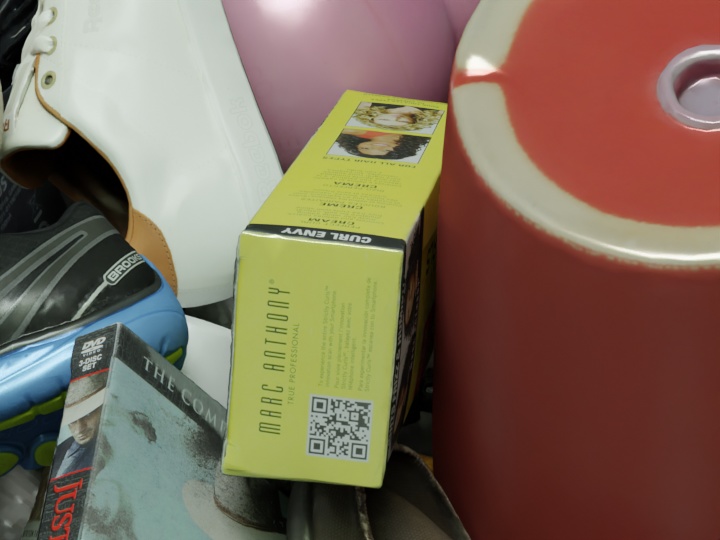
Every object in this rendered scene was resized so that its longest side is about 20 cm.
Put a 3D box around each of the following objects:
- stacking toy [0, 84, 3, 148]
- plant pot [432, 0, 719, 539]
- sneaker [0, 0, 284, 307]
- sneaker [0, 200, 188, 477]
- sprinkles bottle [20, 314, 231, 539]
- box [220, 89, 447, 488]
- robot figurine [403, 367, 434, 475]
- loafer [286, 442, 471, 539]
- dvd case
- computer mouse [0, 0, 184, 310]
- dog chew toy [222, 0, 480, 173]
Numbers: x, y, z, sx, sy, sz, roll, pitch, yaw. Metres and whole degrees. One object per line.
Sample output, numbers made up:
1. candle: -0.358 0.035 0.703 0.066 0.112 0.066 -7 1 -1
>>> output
1. stacking toy: -0.225 -0.071 0.829 0.146 0.147 0.200 -38 56 -20
2. plant pot: 0.107 -0.001 0.757 0.199 0.178 0.201 -5 51 7
3. sneaker: -0.092 -0.081 0.852 0.084 0.073 0.201 -17 73 -18
4. sneaker: -0.151 0.029 0.752 0.198 0.071 0.083 -16 57 -24
5. sprinkles bottle: -0.082 0.114 0.805 0.068 0.068 0.201 11 76 14
6. box: 0.000 0.000 0.797 0.050 0.076 0.200 6 15 6
7. robot figurine: 0.049 0.105 0.840 0.199 0.058 0.146 15 57 16
8. loafer: 0.050 0.129 0.737 0.071 0.073 0.201 -39 72 25
9. dvd case: -0.042 0.133 0.706 0.022 0.146 0.201 -23 42 30
10. computer mouse: -0.104 -0.022 0.927 0.052 0.139 0.201 5 54 -36
11. dog chew toy: 0.008 -0.108 0.964 0.124 0.125 0.200 34 56 26
